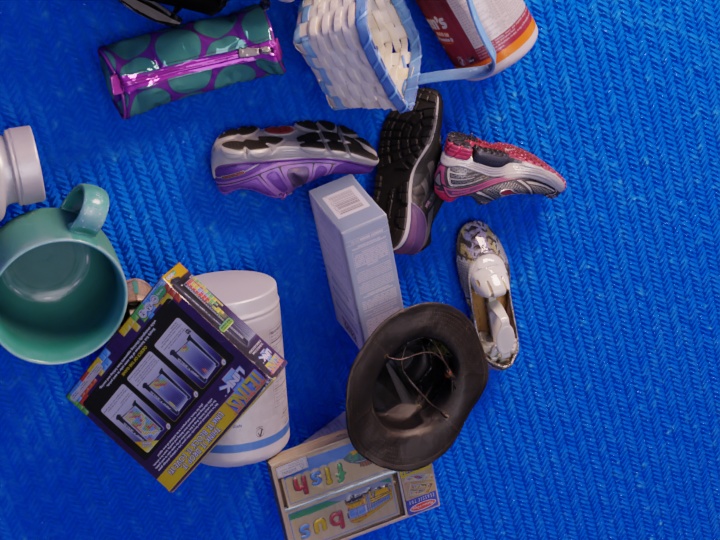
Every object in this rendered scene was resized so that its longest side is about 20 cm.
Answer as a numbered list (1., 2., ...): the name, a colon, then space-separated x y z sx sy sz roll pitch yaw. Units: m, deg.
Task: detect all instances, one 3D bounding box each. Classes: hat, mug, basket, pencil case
1. hat: 0.049 0.126 1.545 0.199 0.081 0.203 -8 107 -28
2. mug: -0.327 0.000 1.450 0.184 0.115 0.153 -35 124 -2
3. basket: 0.037 -0.266 1.459 0.198 0.140 0.177 -3 144 21
4. pencil case: -0.185 -0.232 1.457 0.198 0.092 0.086 -19 111 -13

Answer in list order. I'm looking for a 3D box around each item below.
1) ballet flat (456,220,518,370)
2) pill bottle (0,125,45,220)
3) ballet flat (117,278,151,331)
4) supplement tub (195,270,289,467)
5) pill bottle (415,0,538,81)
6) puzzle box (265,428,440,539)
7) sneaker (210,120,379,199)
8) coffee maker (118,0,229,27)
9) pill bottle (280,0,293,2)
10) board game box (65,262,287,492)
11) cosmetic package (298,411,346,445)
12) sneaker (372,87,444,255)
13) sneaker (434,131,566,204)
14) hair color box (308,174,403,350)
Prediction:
1. ballet flat: 0.168 0.036 1.676 0.071 0.072 0.203 -16 110 -15
2. pill bottle: -0.439 -0.094 1.394 0.198 0.111 0.112 -13 109 -16
3. ballet flat: -0.259 0.112 1.543 0.067 0.067 0.203 -11 109 -14
4. supplement tub: -0.153 0.114 1.548 0.130 0.132 0.203 -10 109 -17
5. pill bottle: 0.115 -0.330 1.527 0.109 0.110 0.201 -37 114 -6
6. puzzle box: -0.007 0.255 1.588 0.198 0.025 0.135 -18 112 -15
7. sneaker: -0.078 -0.125 1.549 0.197 0.081 0.084 -3 124 -12
8. coffee maker: -0.228 -0.343 1.346 0.198 0.192 0.137 8 84 -19
9. pill bottle: -0.031 -0.390 1.431 0.199 0.114 0.115 -37 114 -15
10. board game box: -0.205 0.120 1.464 0.165 0.057 0.200 42 114 -2
11. cosmetic package: 0.006 0.223 1.653 0.199 0.101 0.072 -35 115 -6
12. sneaker: 0.068 -0.119 1.606 0.087 0.075 0.202 10 96 -51
13. sneaker: 0.168 -0.115 1.617 0.198 0.081 0.075 9 112 -37
14. hair color box: 0.000 0.000 1.557 0.060 0.099 0.202 -22 130 -14
